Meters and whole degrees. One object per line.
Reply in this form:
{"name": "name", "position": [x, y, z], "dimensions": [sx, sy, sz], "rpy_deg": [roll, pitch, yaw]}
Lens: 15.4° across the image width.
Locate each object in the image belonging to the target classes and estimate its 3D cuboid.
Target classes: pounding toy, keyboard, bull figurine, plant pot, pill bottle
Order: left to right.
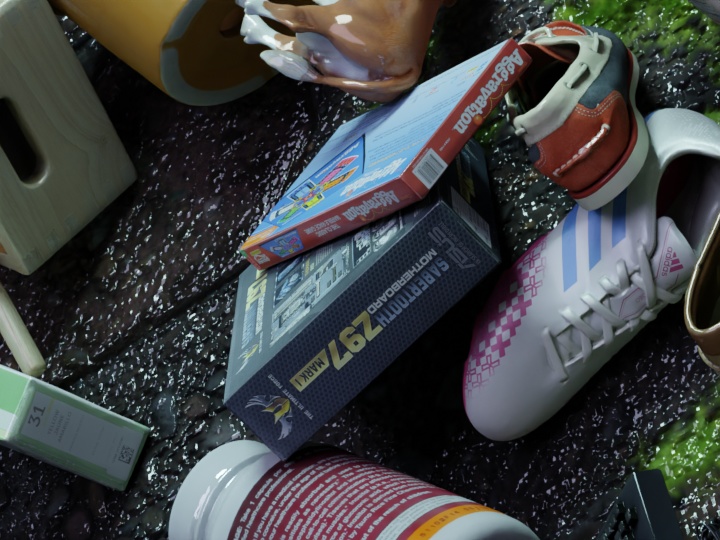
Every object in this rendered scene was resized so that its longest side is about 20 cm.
{"name": "pounding toy", "position": [-0.245, -0.070, 1.657], "dimensions": [0.142, 0.201, 0.184], "rpy_deg": [-43, 38, -23]}
{"name": "plant pot", "position": [-0.116, -0.207, 1.617], "dimensions": [0.200, 0.200, 0.184], "rpy_deg": [-46, 60, 11]}
{"name": "pill bottle", "position": [-0.005, 0.153, 1.360], "dimensions": [0.199, 0.113, 0.114], "rpy_deg": [19, 80, 45]}
{"name": "bull figurine", "position": [0.003, -0.164, 1.496], "dimensions": [0.200, 0.120, 0.066], "rpy_deg": [-71, -7, -55]}
{"name": "keyboard", "position": [0.153, 0.180, 1.232], "dimensions": [0.127, 0.020, 0.201], "rpy_deg": [118, 147, -44]}

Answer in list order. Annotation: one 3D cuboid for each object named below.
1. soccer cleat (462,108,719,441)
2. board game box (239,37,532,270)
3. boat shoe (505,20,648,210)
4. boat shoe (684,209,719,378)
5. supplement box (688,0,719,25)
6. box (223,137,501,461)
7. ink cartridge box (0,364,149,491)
{"name": "soccer cleat", "position": [0.125, 0.006, 1.355], "dimensions": [0.201, 0.070, 0.086], "rpy_deg": [-57, 35, -1]}
{"name": "board game box", "position": [0.010, -0.059, 1.407], "dimensions": [0.103, 0.019, 0.200], "rpy_deg": [-50, 13, -25]}
{"name": "boat shoe", "position": [0.104, -0.095, 1.390], "dimensions": [0.071, 0.062, 0.200], "rpy_deg": [-45, 17, 16]}
{"name": "boat shoe", "position": [0.217, -0.039, 1.300], "dimensions": [0.075, 0.074, 0.201], "rpy_deg": [12, 76, 44]}
{"name": "supplement box", "position": [0.170, -0.216, 1.348], "dimensions": [0.126, 0.199, 0.074], "rpy_deg": [-54, 12, 4]}
{"name": "box", "position": [0.000, 0.000, 1.420], "dimensions": [0.158, 0.051, 0.200], "rpy_deg": [-42, 14, 13]}
{"name": "ink cartridge box", "position": [-0.241, 0.067, 1.552], "dimensions": [0.145, 0.200, 0.048], "rpy_deg": [16, 80, 45]}
